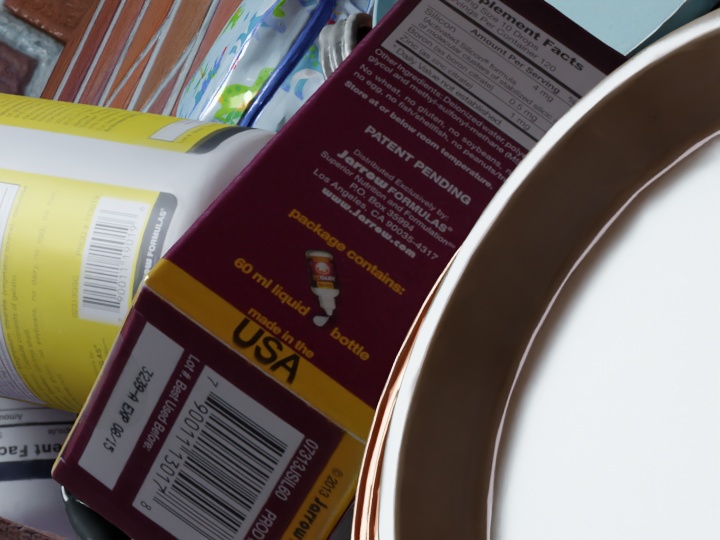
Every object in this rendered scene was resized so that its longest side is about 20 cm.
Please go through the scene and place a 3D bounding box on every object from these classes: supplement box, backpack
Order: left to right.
[{"bbox_3d":[-0.011,-0.072,1.179,0.163,0.154,0.200,-50,28,17],"label":"backpack"},{"bbox_3d":[0.000,0.000,0.862,0.200,0.086,0.110,-51,-6,-42],"label":"supplement box"}]

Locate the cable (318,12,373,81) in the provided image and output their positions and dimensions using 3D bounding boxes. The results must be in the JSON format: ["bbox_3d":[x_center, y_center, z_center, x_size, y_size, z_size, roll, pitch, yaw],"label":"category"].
[{"bbox_3d":[0.022,-0.035,1.017,0.050,0.097,0.200,-37,27,34],"label":"cable"}]

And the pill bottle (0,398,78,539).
[{"bbox_3d":[-0.129,0.057,1.113,0.111,0.111,0.200,158,110,-72],"label":"pill bottle"}]

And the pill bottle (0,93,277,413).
[{"bbox_3d":[-0.115,-0.007,0.991,0.200,0.112,0.112,9,62,30],"label":"pill bottle"}]

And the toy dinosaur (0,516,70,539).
[{"bbox_3d":[-0.020,0.138,0.662,0.086,0.200,0.136,-24,3,-19],"label":"toy dinosaur"}]

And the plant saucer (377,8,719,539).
[{"bbox_3d":[0.083,0.029,0.603,0.200,0.029,0.200,-29,46,35],"label":"plant saucer"}]

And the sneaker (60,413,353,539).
[{"bbox_3d":[-0.057,0.068,1.053,0.073,0.112,0.200,-55,13,21],"label":"sneaker"}]

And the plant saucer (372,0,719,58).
[{"bbox_3d":[0.087,-0.132,0.991,0.200,0.027,0.200,-32,37,29],"label":"plant saucer"}]

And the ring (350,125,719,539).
[{"bbox_3d":[0.073,0.039,0.648,0.200,0.019,0.201,-29,46,35],"label":"ring"}]
